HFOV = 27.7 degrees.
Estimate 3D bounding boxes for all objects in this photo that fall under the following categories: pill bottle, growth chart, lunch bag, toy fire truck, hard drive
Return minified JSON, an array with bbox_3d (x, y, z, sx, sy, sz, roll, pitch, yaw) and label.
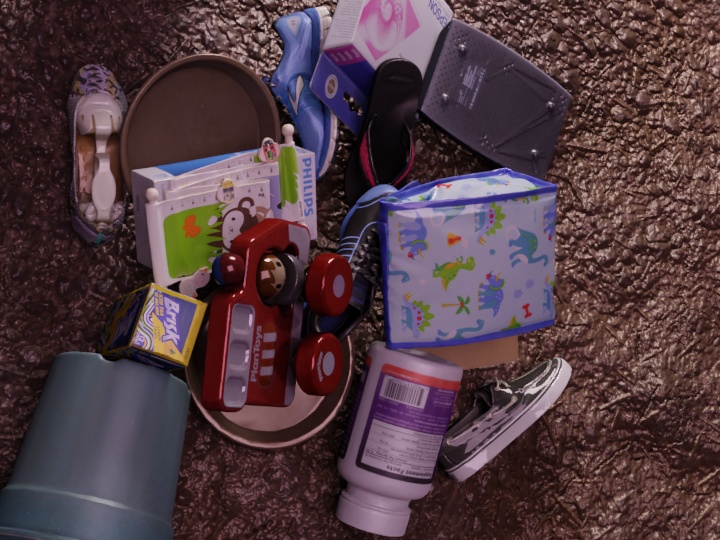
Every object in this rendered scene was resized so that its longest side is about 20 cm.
[{"bbox_3d":[0.037,0.189,1.635,0.111,0.111,0.201,15,93,-19],"label":"pill bottle"},{"bbox_3d":[-0.142,-0.056,1.553,0.199,0.018,0.145,-26,118,-26],"label":"growth chart"},{"bbox_3d":[0.109,-0.012,1.612,0.199,0.127,0.171,-13,109,-29],"label":"lunch bag"},{"bbox_3d":[-0.098,0.046,1.493,0.168,0.112,0.201,12,84,-62],"label":"toy fire truck"},{"bbox_3d":[0.156,-0.199,1.746,0.199,0.042,0.136,27,76,-30],"label":"hard drive"}]

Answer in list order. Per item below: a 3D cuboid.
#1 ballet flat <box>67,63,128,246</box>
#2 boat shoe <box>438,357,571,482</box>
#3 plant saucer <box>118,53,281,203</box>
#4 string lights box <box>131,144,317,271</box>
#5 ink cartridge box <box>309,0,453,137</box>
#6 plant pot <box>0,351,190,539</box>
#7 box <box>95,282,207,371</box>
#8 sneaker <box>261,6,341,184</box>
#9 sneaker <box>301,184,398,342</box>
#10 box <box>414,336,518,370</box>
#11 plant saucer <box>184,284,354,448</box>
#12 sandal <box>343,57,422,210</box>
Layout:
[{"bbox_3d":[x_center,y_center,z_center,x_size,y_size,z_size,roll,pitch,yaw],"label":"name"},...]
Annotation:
[{"bbox_3d":[-0.280,-0.129,1.578,0.072,0.072,0.202,1,84,-21],"label":"ballet flat"},{"bbox_3d":[0.166,0.161,1.716,0.200,0.071,0.064,-41,100,-18],"label":"boat shoe"},{"bbox_3d":[-0.178,-0.140,1.605,0.199,0.029,0.201,-11,110,-32],"label":"plant saucer"},{"bbox_3d":[-0.146,-0.071,1.593,0.199,0.059,0.103,-14,112,-32],"label":"string lights box"},{"bbox_3d":[0.029,-0.254,1.660,0.196,0.043,0.201,38,65,-58],"label":"ink cartridge box"},{"bbox_3d":[-0.267,0.198,1.494,0.199,0.200,0.197,17,70,-18],"label":"plant pot"},{"bbox_3d":[-0.220,0.064,1.510,0.064,0.200,0.070,21,77,-16],"label":"box"},{"bbox_3d":[-0.068,-0.197,1.671,0.089,0.079,0.201,-4,92,1],"label":"sneaker"},{"bbox_3d":[0.000,0.000,1.600,0.070,0.078,0.201,30,87,-25],"label":"sneaker"},{"bbox_3d":[0.107,0.021,1.702,0.163,0.021,0.201,-8,106,-20],"label":"box"},{"bbox_3d":[-0.104,0.099,1.635,0.199,0.029,0.201,2,83,-21],"label":"plant saucer"},{"bbox_3d":[0.028,-0.137,1.634,0.075,0.045,0.201,2,114,-18],"label":"sandal"}]
